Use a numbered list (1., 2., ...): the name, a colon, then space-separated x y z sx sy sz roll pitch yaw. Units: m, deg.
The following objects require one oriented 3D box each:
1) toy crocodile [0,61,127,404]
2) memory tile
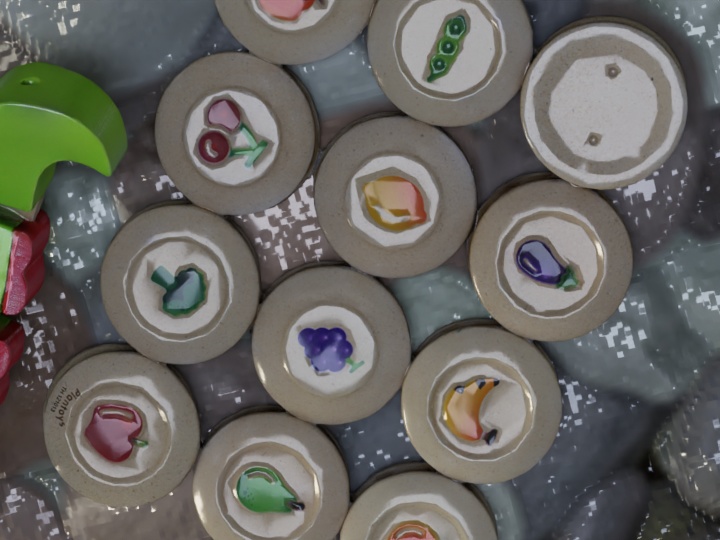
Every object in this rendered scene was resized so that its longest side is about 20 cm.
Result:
1. toy crocodile: -0.129 0.029 0.815 0.061 0.068 0.201 23 104 0
2. memory tile: 0.000 0.000 0.821 0.152 0.017 0.201 22 104 0
